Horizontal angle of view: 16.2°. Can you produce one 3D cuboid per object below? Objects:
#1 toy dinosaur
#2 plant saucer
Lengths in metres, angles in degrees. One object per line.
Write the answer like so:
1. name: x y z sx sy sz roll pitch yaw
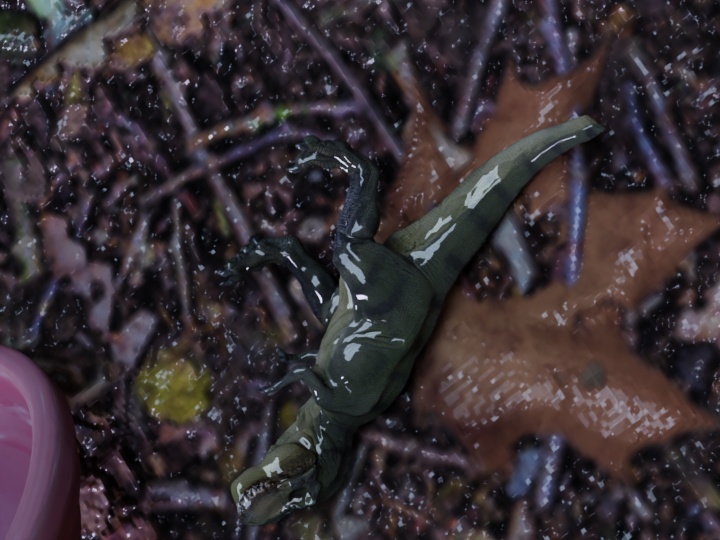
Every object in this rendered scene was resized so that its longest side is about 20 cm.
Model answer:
1. toy dinosaur: 0.000 0.000 0.958 0.088 0.047 0.200 38 103 10
2. plant saucer: -0.182 0.122 0.994 0.200 0.051 0.201 -28 37 23
